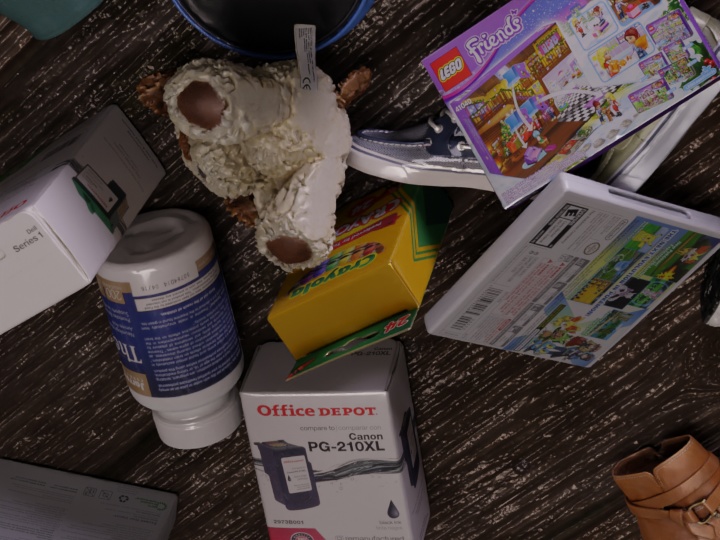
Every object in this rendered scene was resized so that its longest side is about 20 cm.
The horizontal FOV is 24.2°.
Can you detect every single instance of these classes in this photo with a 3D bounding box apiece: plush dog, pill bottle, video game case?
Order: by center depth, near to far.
[{"bbox_3d":[0.179,0.005,1.391,0.181,0.022,0.200,13,137,-31],"label":"video game case"},{"bbox_3d":[-0.090,-0.114,1.392,0.171,0.161,0.201,0,131,48],"label":"plush dog"},{"bbox_3d":[-0.167,0.056,1.518,0.110,0.111,0.202,-4,119,16],"label":"pill bottle"}]

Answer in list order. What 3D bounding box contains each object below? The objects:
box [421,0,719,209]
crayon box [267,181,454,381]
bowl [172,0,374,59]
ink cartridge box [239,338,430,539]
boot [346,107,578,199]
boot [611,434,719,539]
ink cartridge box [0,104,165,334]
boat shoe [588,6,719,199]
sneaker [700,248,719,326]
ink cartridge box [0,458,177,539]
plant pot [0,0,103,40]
[{"bbox_3d":[0.165,-0.157,1.305,0.199,0.039,0.138,-31,84,18],"label":"box"},{"bbox_3d":[0.000,0.000,1.391,0.126,0.201,0.051,-25,112,25],"label":"crayon box"},{"bbox_3d":[-0.076,-0.264,1.349,0.198,0.039,0.203,6,121,10],"label":"bowl"},{"bbox_3d":[-0.022,0.171,1.566,0.143,0.085,0.202,-2,120,14],"label":"ink cartridge box"},{"bbox_3d":[0.086,-0.118,1.387,0.197,0.073,0.091,7,110,5],"label":"boot"},{"bbox_3d":[0.338,0.206,1.510,0.199,0.074,0.155,-28,106,24],"label":"boot"},{"bbox_3d":[-0.271,-0.039,1.433,0.145,0.201,0.085,-27,110,27],"label":"ink cartridge box"},{"bbox_3d":[0.232,-0.122,1.350,0.062,0.072,0.201,40,113,6],"label":"boat shoe"},{"bbox_3d":[0.348,-0.030,1.372,0.078,0.074,0.201,15,129,-7],"label":"sneaker"},{"bbox_3d":[-0.297,0.274,1.627,0.197,0.201,0.041,11,122,8],"label":"ink cartridge box"},{"bbox_3d":[-0.267,-0.290,1.297,0.199,0.201,0.188,-31,119,27],"label":"plant pot"}]
